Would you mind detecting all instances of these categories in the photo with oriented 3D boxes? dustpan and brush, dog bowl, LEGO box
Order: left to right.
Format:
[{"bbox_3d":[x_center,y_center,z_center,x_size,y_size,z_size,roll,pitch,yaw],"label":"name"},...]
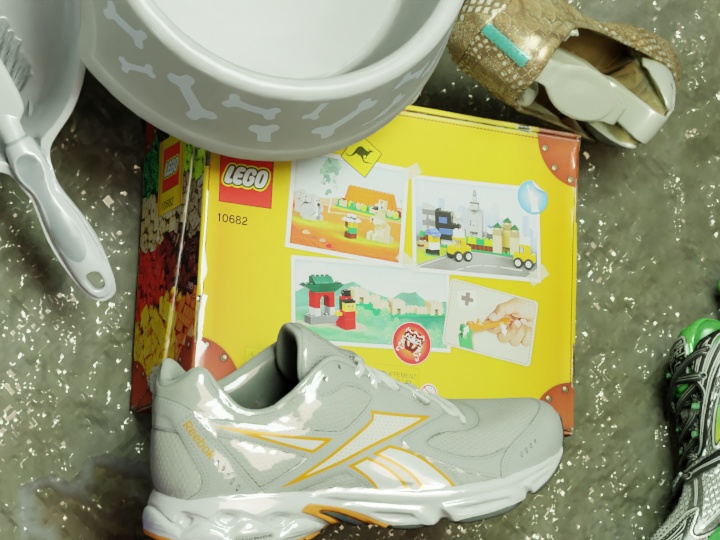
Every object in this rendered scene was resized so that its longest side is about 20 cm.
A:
[{"bbox_3d":[-0.163,-0.077,1.238,0.139,0.057,0.200,-28,111,6],"label":"dustpan and brush"},{"bbox_3d":[-0.039,-0.152,1.211,0.200,0.059,0.201,5,75,-19],"label":"dog bowl"},{"bbox_3d":[0.000,0.000,1.305,0.199,0.077,0.149,8,76,-23],"label":"LEGO box"}]

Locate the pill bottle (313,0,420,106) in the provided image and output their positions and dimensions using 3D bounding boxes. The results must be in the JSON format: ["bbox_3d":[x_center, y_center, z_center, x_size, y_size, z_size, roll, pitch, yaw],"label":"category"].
[{"bbox_3d":[0.013,-0.184,1.331,0.113,0.113,0.200,31,69,-17],"label":"pill bottle"}]

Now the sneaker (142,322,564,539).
[{"bbox_3d":[0.000,0.066,1.214,0.199,0.076,0.092,-8,102,-24],"label":"sneaker"}]

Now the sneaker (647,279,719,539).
[{"bbox_3d":[0.178,0.079,1.385,0.085,0.078,0.200,35,58,-8],"label":"sneaker"}]

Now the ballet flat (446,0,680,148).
[{"bbox_3d":[0.111,-0.088,1.341,0.200,0.071,0.065,12,31,-54],"label":"ballet flat"}]
